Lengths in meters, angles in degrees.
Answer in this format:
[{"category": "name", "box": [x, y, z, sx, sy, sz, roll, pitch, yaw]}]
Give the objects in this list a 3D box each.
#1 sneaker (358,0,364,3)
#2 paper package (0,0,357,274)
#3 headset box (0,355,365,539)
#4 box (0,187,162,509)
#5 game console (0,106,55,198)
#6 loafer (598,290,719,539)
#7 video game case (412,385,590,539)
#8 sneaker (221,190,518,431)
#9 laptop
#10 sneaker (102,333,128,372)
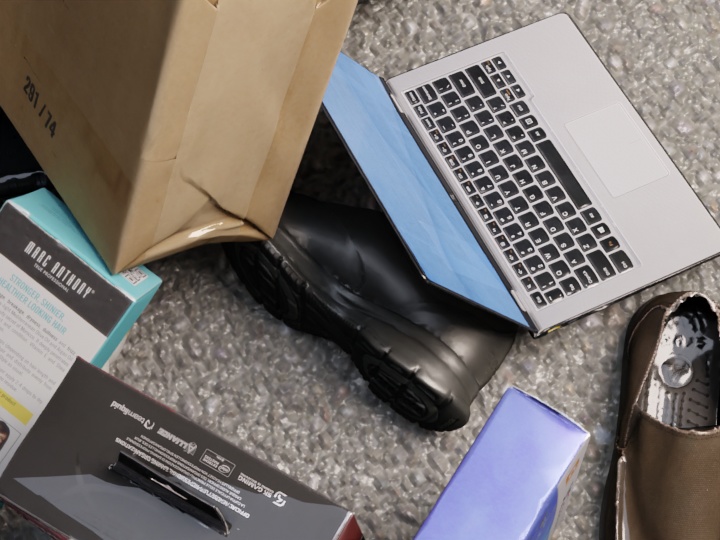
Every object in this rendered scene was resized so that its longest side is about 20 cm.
[{"category": "sneaker", "box": [-0.010, -0.185, 0.881, 0.199, 0.091, 0.076, -17, 69, -44]}, {"category": "paper package", "box": [-0.110, -0.134, 0.770, 0.103, 0.191, 0.200, -15, 51, -36]}, {"category": "headset box", "box": [-0.076, 0.126, 0.733, 0.148, 0.200, 0.078, 27, 73, 14]}, {"category": "box", "box": [-0.194, 0.062, 0.792, 0.082, 0.049, 0.200, 38, 104, 1]}, {"category": "game console", "box": [-0.272, -0.099, 0.886, 0.199, 0.031, 0.178, -11, 48, -7]}, {"category": "loafer", "box": [0.161, 0.100, 0.793, 0.072, 0.071, 0.201, 0, 69, 4]}, {"category": "video game case", "box": [0.035, 0.169, 0.717, 0.045, 0.181, 0.201, 30, 75, 14]}, {"category": "sneaker", "box": [0.000, 0.000, 0.852, 0.200, 0.076, 0.091, 40, 67, 10]}, {"category": "laptop", "box": [0.077, -0.074, 0.817, 0.199, 0.116, 0.188, -22, 62, -14]}, {"category": "sneaker", "box": [-0.222, 0.005, 0.864, 0.199, 0.077, 0.081, 18, 63, 5]}]
